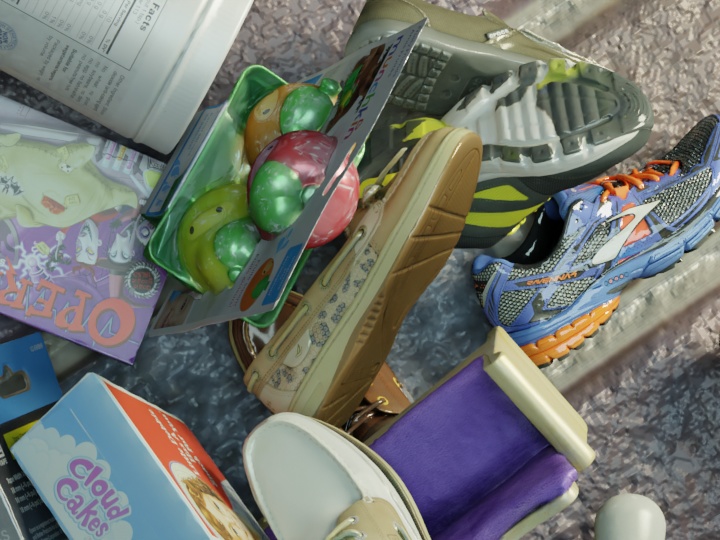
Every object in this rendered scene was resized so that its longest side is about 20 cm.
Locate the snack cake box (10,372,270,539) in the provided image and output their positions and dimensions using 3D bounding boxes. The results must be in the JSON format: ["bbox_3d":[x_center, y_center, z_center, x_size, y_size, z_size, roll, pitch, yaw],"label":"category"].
[{"bbox_3d":[-0.092,0.159,1.445,0.067,0.115,0.200,-42,62,8],"label":"snack cake box"}]

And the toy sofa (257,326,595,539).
[{"bbox_3d":[0.030,0.131,1.496,0.200,0.098,0.083,-39,100,16],"label":"toy sofa"}]

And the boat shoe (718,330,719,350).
[{"bbox_3d":[0.290,0.105,1.619,0.199,0.074,0.067,35,81,-8],"label":"boat shoe"}]

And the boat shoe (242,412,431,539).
[{"bbox_3d":[0.001,0.156,1.435,0.075,0.068,0.200,-44,74,13],"label":"boat shoe"}]

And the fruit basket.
[{"bbox_3d":[-0.048,-0.051,1.487,0.093,0.200,0.186,31,74,-11],"label":"fruit basket"}]

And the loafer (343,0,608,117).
[{"bbox_3d":[0.084,-0.122,1.589,0.199,0.075,0.070,20,44,-22],"label":"loafer"}]

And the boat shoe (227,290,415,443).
[{"bbox_3d":[0.002,0.088,1.576,0.072,0.068,0.200,-42,95,-8],"label":"boat shoe"}]

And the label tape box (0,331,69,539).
[{"bbox_3d":[-0.189,0.145,1.501,0.063,0.144,0.201,-24,89,14],"label":"label tape box"}]

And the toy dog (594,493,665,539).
[{"bbox_3d":[0.144,0.244,1.599,0.132,0.096,0.201,34,69,-4],"label":"toy dog"}]

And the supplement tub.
[{"bbox_3d":[-0.168,-0.167,1.524,0.199,0.132,0.133,28,84,-8],"label":"supplement tub"}]

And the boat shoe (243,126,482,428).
[{"bbox_3d":[0.000,0.000,1.505,0.063,0.073,0.201,35,102,21],"label":"boat shoe"}]

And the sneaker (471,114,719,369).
[{"bbox_3d":[0.149,-0.028,1.596,0.200,0.075,0.079,-42,104,-9],"label":"sneaker"}]

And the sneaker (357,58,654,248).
[{"bbox_3d":[0.083,-0.061,1.560,0.199,0.085,0.075,-14,53,25],"label":"sneaker"}]

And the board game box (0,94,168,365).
[{"bbox_3d":[-0.204,-0.036,1.565,0.199,0.032,0.121,22,87,-8],"label":"board game box"}]
